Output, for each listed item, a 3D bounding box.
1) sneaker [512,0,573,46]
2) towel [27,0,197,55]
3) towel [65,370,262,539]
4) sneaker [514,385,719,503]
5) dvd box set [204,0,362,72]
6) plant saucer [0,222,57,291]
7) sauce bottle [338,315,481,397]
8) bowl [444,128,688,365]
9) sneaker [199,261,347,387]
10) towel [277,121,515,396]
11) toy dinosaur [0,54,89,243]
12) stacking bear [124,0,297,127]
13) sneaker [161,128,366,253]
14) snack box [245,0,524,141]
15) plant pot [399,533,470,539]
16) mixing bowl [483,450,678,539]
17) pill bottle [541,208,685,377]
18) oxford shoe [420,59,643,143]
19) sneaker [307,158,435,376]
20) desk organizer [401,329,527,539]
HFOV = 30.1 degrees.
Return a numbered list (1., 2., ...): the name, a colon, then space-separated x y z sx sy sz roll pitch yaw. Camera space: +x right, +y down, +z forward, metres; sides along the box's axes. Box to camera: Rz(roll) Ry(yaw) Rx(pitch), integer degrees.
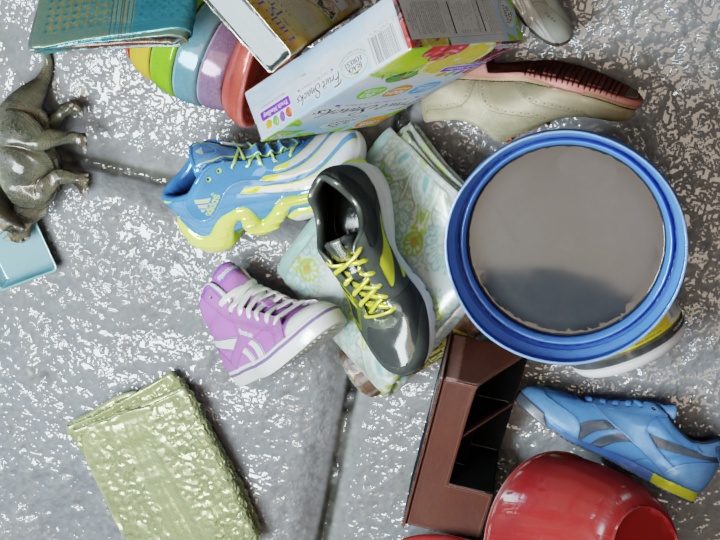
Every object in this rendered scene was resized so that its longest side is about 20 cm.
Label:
1. sneaker: 0.148 -0.292 1.153 0.092 0.076 0.200 -26 101 12
2. towel: -0.207 -0.277 1.181 0.147 0.022 0.200 -2 61 11
3. towel: -0.199 0.213 1.379 0.148 0.036 0.200 -24 100 15
4. sneaker: 0.247 0.144 1.270 0.200 0.066 0.078 26 96 2
5. dvd box set: -0.082 -0.252 1.136 0.029 0.200 0.146 -39 97 27
6. plant saucer: -0.369 -0.082 1.333 0.070 0.019 0.200 -19 103 15
7. sauce bottle: 0.074 0.048 1.267 0.200 0.065 0.065 -33 98 19
8. bowl: 0.172 -0.021 1.125 0.201 0.039 0.201 2 104 9
9. sneaker: -0.095 0.039 1.250 0.200 0.073 0.114 -27 92 55
10. towel: 0.032 -0.013 1.228 0.200 0.048 0.171 -50 62 19
11. toy dinosaur: -0.313 -0.114 1.275 0.102 0.077 0.200 -3 106 -15
12. stacking bear: -0.168 -0.220 1.214 0.200 0.121 0.114 26 113 11
13. sneaker: -0.096 -0.087 1.233 0.200 0.076 0.105 -30 138 18
14. snack box: 0.018 -0.172 1.129 0.200 0.142 0.053 -24 81 46
15. plant pot: 0.074 0.368 1.278 0.200 0.183 0.200 13 139 12
16. mixing bowl: 0.221 0.264 1.221 0.108 0.200 0.200 -12 107 50
17. pill bottle: 0.206 -0.013 1.201 0.112 0.112 0.200 -22 101 15
18. oxford shoe: 0.150 -0.150 1.199 0.200 0.070 0.075 12 111 17
19. sneaker: 0.000 0.000 1.166 0.074 0.085 0.200 -24 82 28
20. desk organizer: 0.098 0.160 1.262 0.077 0.072 0.200 13 127 3
